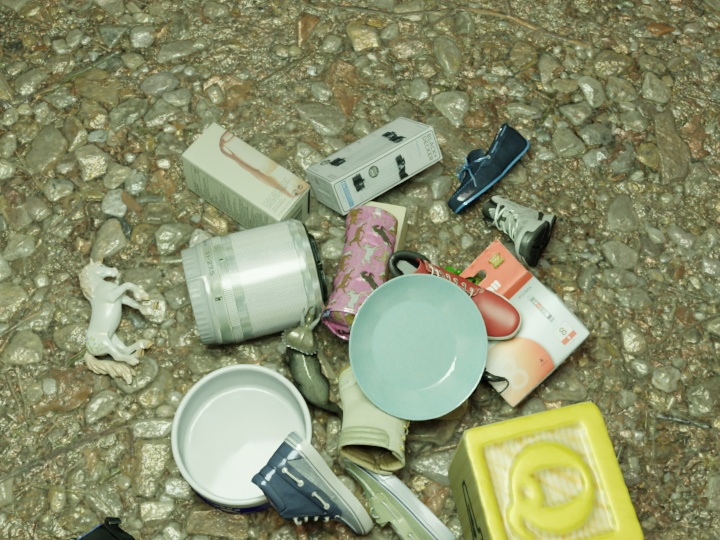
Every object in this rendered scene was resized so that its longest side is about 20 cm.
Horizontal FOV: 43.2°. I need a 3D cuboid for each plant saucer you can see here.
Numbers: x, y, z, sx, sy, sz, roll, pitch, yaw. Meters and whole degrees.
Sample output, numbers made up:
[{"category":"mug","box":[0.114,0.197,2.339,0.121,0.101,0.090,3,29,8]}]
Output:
[{"category":"plant saucer","box":[0.079,0.106,1.276,0.198,0.039,0.204,0,88,-9]}]

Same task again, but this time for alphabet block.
[{"category":"alphabet block","box":[0.237,0.314,1.223,0.193,0.201,0.198,-12,65,-8]}]

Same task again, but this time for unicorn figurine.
[{"category":"unicorn figurine","box":[-0.377,0.061,1.387,0.136,0.074,0.202,8,70,14]}]

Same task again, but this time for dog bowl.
[{"category":"dog bowl","box":[-0.168,0.243,1.309,0.197,0.079,0.202,1,65,-2]}]

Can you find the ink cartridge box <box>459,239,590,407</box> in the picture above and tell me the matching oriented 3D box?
[{"category":"ink cartridge box","box":[0.220,0.077,1.370,0.162,0.050,0.200,-44,85,5]}]

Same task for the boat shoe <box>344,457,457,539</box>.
[{"category":"boat shoe","box":[0.046,0.332,1.280,0.200,0.072,0.062,40,75,15]}]

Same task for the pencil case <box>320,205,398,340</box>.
[{"category":"pencil case","box":[0.000,0.000,1.347,0.086,0.083,0.202,18,59,-4]}]

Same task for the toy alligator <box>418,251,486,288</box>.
[{"category":"toy alligator","box":[0.164,0.025,1.437,0.200,0.054,0.059,40,69,15]}]

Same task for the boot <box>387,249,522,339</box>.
[{"category":"boot","box":[0.135,0.035,1.321,0.199,0.144,0.073,25,84,22]}]

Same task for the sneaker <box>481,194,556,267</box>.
[{"category":"sneaker","box":[0.237,-0.064,1.431,0.114,0.200,0.076,20,106,14]}]

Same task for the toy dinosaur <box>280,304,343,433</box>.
[{"category":"toy dinosaur","box":[-0.076,0.152,1.330,0.076,0.102,0.202,-13,93,-1]}]

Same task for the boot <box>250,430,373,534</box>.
[{"category":"boot","box":[-0.066,0.314,1.240,0.090,0.073,0.201,-44,116,-17]}]

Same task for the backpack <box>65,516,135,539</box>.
[{"category":"backpack","box":[-0.298,0.437,1.162,0.198,0.183,0.148,27,89,7]}]

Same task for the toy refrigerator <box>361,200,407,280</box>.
[{"category":"toy refrigerator","box":[0.019,-0.003,1.440,0.075,0.070,0.202,9,64,10]}]

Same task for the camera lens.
[{"category":"camera lens","box":[-0.156,0.018,1.371,0.198,0.160,0.161,-14,66,-8]}]

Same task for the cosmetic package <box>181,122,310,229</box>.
[{"category":"cosmetic package","box":[-0.183,-0.136,1.476,0.199,0.104,0.087,34,66,11]}]

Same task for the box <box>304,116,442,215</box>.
[{"category":"box","box":[0.022,-0.175,1.492,0.199,0.061,0.116,-32,28,-16]}]

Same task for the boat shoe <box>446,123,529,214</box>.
[{"category":"boat shoe","box":[0.200,-0.170,1.524,0.069,0.084,0.200,47,56,-2]}]

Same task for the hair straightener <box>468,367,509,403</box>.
[{"category":"hair straightener","box":[0.129,0.149,1.371,0.198,0.078,0.041,16,42,22]}]

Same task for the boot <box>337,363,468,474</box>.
[{"category":"boot","box":[0.062,0.218,1.293,0.198,0.073,0.156,14,38,-11]}]
